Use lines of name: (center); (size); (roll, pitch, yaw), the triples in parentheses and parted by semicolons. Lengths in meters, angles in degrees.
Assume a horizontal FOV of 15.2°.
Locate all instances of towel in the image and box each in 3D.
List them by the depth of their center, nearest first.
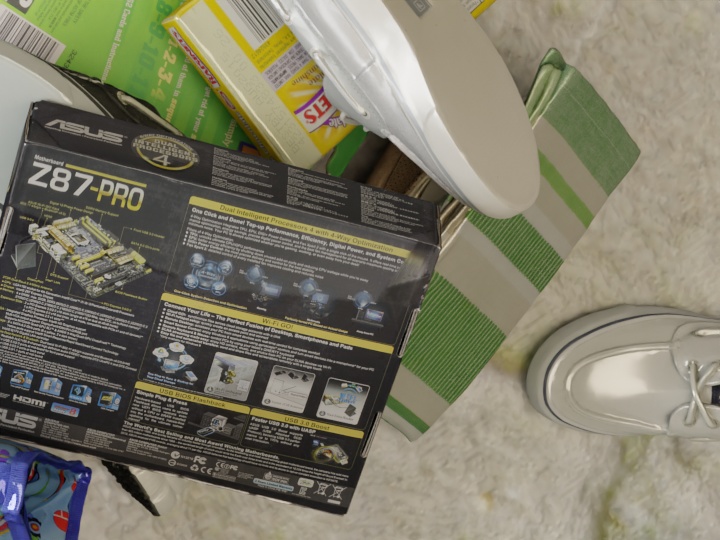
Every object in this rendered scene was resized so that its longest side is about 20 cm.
towel: (0.063, -0.008, 1.390); (0.200, 0.023, 0.153); (-54, 154, -2)

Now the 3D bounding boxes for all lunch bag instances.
lunch bag: (-0.211, 0.100, 1.204); (0.150, 0.200, 0.094); (6, 73, 3)

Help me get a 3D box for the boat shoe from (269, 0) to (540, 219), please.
boat shoe: (0.008, -0.103, 1.299); (0.200, 0.068, 0.072); (50, 42, -10)

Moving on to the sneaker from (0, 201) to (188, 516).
sneaker: (-0.127, 0.026, 1.356); (0.080, 0.074, 0.200); (-38, 119, -13)

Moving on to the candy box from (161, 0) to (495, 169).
candy box: (0.004, -0.146, 1.351); (0.200, 0.026, 0.102); (-43, 107, -21)

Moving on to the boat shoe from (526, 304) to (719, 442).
boat shoe: (0.191, 0.058, 1.468); (0.200, 0.065, 0.074); (-5, 104, -18)

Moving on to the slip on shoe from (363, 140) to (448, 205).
slip on shoe: (0.000, 0.000, 1.397); (0.061, 0.076, 0.200); (37, 98, 16)

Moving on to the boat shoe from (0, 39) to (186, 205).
boat shoe: (-0.126, -0.053, 1.296); (0.200, 0.064, 0.071); (38, 122, -21)

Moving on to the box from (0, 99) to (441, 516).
box: (-0.079, 0.021, 1.271); (0.200, 0.049, 0.161); (13, 121, -8)

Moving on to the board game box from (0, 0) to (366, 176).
board game box: (-0.093, -0.096, 1.350); (0.200, 0.030, 0.096); (33, 91, -19)
